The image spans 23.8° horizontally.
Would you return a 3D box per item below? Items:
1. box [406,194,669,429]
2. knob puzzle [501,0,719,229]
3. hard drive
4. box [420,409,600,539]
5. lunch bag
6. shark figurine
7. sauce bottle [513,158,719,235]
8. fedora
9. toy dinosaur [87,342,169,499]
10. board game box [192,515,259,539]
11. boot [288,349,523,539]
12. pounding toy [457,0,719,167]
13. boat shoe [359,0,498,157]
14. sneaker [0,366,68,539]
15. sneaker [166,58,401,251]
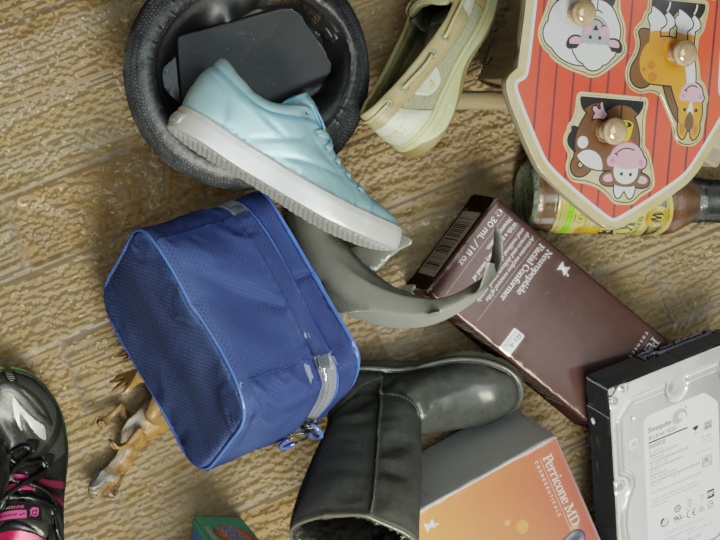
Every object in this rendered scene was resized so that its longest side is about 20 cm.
[{"bbox_3d":[0.148,0.037,1.431,0.200,0.075,0.100,38,85,-14],"label":"box"},{"bbox_3d":[0.200,-0.130,1.279,0.218,0.030,0.221,-3,98,-21],"label":"knob puzzle"},{"bbox_3d":[0.259,0.161,1.438,0.139,0.038,0.201,-18,115,-25],"label":"hard drive"},{"bbox_3d":[0.085,0.230,1.402,0.199,0.106,0.153,-28,106,-10],"label":"box"},{"bbox_3d":[-0.089,0.048,1.311,0.132,0.136,0.201,-23,76,-34],"label":"lunch bag"},{"bbox_3d":[0.013,0.017,1.350,0.089,0.213,0.129,-14,115,-56],"label":"shark figurine"},{"bbox_3d":[0.232,-0.062,1.448,0.199,0.065,0.065,0,93,-12],"label":"sauce bottle"},{"bbox_3d":[-0.096,-0.154,1.350,0.199,0.092,0.202,0,91,-20],"label":"fedora"},{"bbox_3d":[-0.151,0.101,1.383,0.200,0.060,0.106,-36,126,-4],"label":"toy dinosaur"},{"bbox_3d":[-0.109,0.307,1.347,0.045,0.152,0.202,4,93,-13],"label":"board game box"},{"bbox_3d":[0.040,0.144,1.335,0.181,0.200,0.073,-6,116,6],"label":"boot"},{"bbox_3d":[0.176,-0.156,1.383,0.199,0.184,0.143,25,87,-22],"label":"pounding toy"},{"bbox_3d":[0.055,-0.189,1.371,0.063,0.073,0.202,33,67,-29],"label":"boat shoe"},{"bbox_3d":[-0.261,0.174,1.338,0.076,0.084,0.201,-8,95,-13],"label":"sneaker"},{"bbox_3d":[-0.042,-0.089,1.281,0.199,0.074,0.082,32,84,-17],"label":"sneaker"}]
